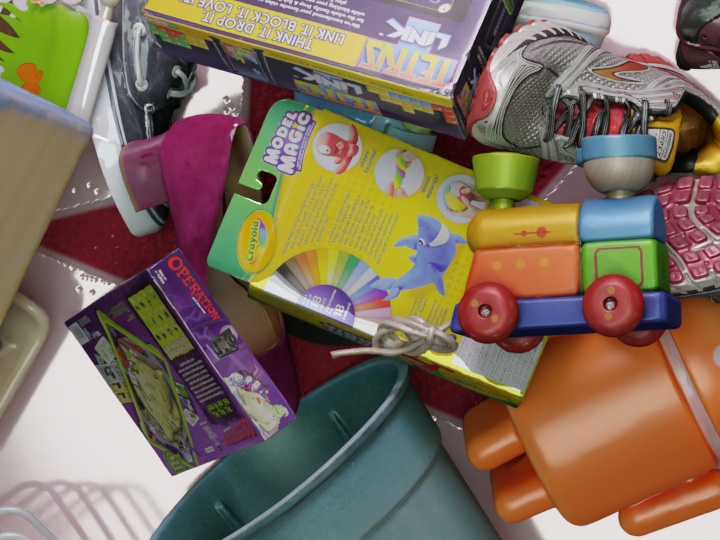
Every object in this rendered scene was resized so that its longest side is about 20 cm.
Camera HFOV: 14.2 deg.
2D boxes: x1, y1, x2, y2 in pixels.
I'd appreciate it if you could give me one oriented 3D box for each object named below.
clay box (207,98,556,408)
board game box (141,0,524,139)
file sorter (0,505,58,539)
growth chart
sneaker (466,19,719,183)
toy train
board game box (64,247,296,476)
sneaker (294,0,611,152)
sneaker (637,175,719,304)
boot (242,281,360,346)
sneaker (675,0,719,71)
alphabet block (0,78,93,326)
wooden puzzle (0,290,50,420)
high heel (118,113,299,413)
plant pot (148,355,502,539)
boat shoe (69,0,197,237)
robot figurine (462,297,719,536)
[{"bbox_3d":[0.022,-0.012,1.678,0.199,0.048,0.115,23,80,2],"label":"clay box"},{"bbox_3d":[-0.002,-0.181,1.683,0.199,0.057,0.166,17,72,19],"label":"board game box"},{"bbox_3d":[-0.219,0.249,1.728,0.139,0.200,0.125,-38,108,8],"label":"file sorter"},{"bbox_3d":[-0.235,-0.127,1.755,0.199,0.018,0.145,12,97,28],"label":"growth chart"},{"bbox_3d":[0.143,-0.093,1.666,0.082,0.200,0.078,35,114,42],"label":"sneaker"},{"bbox_3d":[0.076,-0.014,1.612,0.199,0.085,0.116,-3,83,17],"label":"toy train"},{"bbox_3d":[-0.110,0.058,1.714,0.032,0.200,0.120,-31,92,-22],"label":"board game box"},{"bbox_3d":[0.051,-0.105,1.735,0.199,0.080,0.131,2,95,15],"label":"sneaker"},{"bbox_3d":[0.229,-0.008,1.667,0.199,0.081,0.075,-8,136,2],"label":"sneaker"},{"bbox_3d":[0.000,0.000,1.766,0.199,0.076,0.074,13,141,17],"label":"boot"},{"bbox_3d":[0.252,-0.119,1.723,0.115,0.076,0.201,-21,84,12],"label":"sneaker"},{"bbox_3d":[-0.307,-0.048,1.661,0.196,0.195,0.200,27,92,28],"label":"alphabet block"},{"bbox_3d":[-0.311,0.064,1.782,0.185,0.046,0.200,32,100,16],"label":"wooden puzzle"},{"bbox_3d":[-0.068,0.003,1.709,0.096,0.067,0.200,-11,115,44],"label":"high heel"},{"bbox_3d":[0.005,0.188,1.727,0.200,0.200,0.196,-35,101,8],"label":"plant pot"},{"bbox_3d":[-0.131,-0.123,1.755,0.068,0.072,0.201,-10,89,8],"label":"boat shoe"},{"bbox_3d":[0.160,0.077,1.726,0.200,0.117,0.144,-25,68,7],"label":"robot figurine"}]
